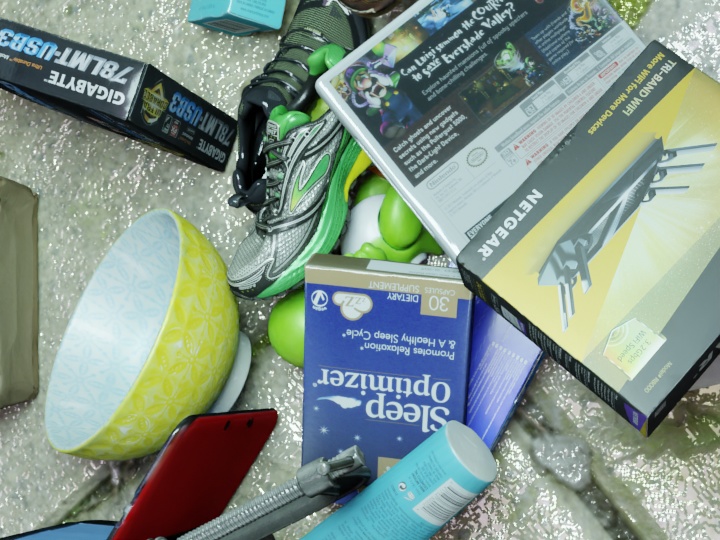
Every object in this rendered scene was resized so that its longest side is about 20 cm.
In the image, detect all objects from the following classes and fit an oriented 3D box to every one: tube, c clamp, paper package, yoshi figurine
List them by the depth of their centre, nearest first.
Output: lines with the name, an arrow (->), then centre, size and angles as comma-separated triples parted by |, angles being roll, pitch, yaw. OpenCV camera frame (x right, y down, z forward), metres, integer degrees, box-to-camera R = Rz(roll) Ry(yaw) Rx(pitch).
c clamp -> -0.073, 0.165, 0.861 | 0.199, 0.171, 0.027 | -30, 75, 17
tube -> 0.011, 0.187, 0.905 | 0.077, 0.050, 0.200 | 45, 112, -3
yoshi figurine -> -0.012, -0.003, 0.962 | 0.111, 0.112, 0.203 | 16, 93, 23
paper package -> -0.377, 0.025, 1.057 | 0.197, 0.103, 0.193 | -3, 86, 14

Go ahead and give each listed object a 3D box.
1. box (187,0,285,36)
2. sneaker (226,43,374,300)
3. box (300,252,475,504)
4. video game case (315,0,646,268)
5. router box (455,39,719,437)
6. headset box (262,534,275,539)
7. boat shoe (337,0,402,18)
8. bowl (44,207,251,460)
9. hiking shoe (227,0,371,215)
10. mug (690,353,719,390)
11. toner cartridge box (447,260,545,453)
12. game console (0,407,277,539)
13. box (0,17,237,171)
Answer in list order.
box -> -0.084, -0.293, 1.004 | 0.082, 0.049, 0.203 | 8, 88, 58
sneaker -> -0.049, -0.073, 0.921 | 0.078, 0.085, 0.202 | 25, 89, 51
box -> 0.018, 0.092, 0.912 | 0.119, 0.032, 0.203 | 5, 112, 9
video game case -> 0.100, -0.118, 0.870 | 0.199, 0.023, 0.182 | -38, 82, -7
router box -> 0.183, -0.024, 0.796 | 0.157, 0.052, 0.200 | 39, 81, 23
headset box -> -0.096, 0.330, 0.976 | 0.147, 0.075, 0.202 | -28, 80, 11
boat shoe -> 0.048, -0.269, 0.891 | 0.070, 0.070, 0.201 | 35, 96, 15
bowl -> -0.149, 0.063, 0.979 | 0.107, 0.200, 0.202 | 27, 95, -28
hiking shoe -> -0.047, -0.135, 0.978 | 0.075, 0.101, 0.203 | 16, 91, 15
mug -> 0.238, -0.012, 0.862 | 0.149, 0.185, 0.155 | -27, 70, 37
toner cartridge box -> 0.097, 0.044, 0.958 | 0.094, 0.043, 0.202 | 29, 94, 13
game console -> -0.172, 0.160, 0.942 | 0.170, 0.200, 0.120 | 1, 85, 16
box -> -0.216, -0.143, 0.973 | 0.196, 0.200, 0.050 | 18, 89, 14
